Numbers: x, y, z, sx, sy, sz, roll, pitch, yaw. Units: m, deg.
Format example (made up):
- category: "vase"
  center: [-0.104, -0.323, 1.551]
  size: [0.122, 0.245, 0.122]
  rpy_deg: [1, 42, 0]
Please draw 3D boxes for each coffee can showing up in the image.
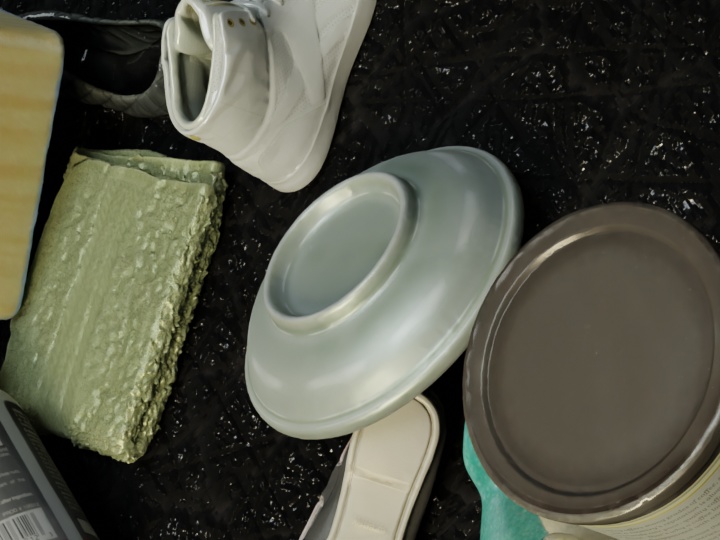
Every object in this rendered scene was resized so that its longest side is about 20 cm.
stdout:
- category: "coffee can"
  center: [0.165, 0.067, 1.129]
  size: [0.146, 0.200, 0.147]
  rpy_deg: [-16, 64, 36]

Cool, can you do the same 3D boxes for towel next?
- category: "towel"
  center: [-0.160, 0.018, 1.543]
  size: [0.148, 0.036, 0.200]
  rpy_deg: [10, 81, 42]

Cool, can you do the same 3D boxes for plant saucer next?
- category: "plant saucer"
  center: [0.000, 0.000, 1.355]
  size: [0.200, 0.050, 0.200]
  rpy_deg: [-31, 36, 25]

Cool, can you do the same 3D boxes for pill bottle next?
- category: "pill bottle"
  center: [-0.243, 0.144, 1.493]
  size: [0.116, 0.116, 0.200]
  rpy_deg: [-45, 61, 19]

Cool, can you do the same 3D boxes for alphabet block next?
- category: "alphabet block"
  center: [-0.332, -0.087, 1.568]
  size: [0.195, 0.200, 0.197]
  rpy_deg: [23, 105, 57]

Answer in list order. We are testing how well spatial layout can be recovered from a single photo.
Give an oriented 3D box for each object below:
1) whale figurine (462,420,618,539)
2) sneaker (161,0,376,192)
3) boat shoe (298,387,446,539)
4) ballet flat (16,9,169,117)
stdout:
- category: "whale figurine"
  center: [0.094, 0.163, 1.183]
  size: [0.104, 0.159, 0.200]
  rpy_deg: [-31, 70, 4]
- category: "sneaker"
  center: [-0.057, -0.161, 1.464]
  size: [0.074, 0.116, 0.200]
  rpy_deg: [-3, 70, 43]
- category: "boat shoe"
  center: [-0.001, 0.156, 1.350]
  size: [0.067, 0.057, 0.200]
  rpy_deg: [23, 95, 8]
- category: "ballet flat"
  center: [-0.164, -0.139, 1.588]
  size: [0.200, 0.057, 0.067]
  rpy_deg: [6, 75, 42]
